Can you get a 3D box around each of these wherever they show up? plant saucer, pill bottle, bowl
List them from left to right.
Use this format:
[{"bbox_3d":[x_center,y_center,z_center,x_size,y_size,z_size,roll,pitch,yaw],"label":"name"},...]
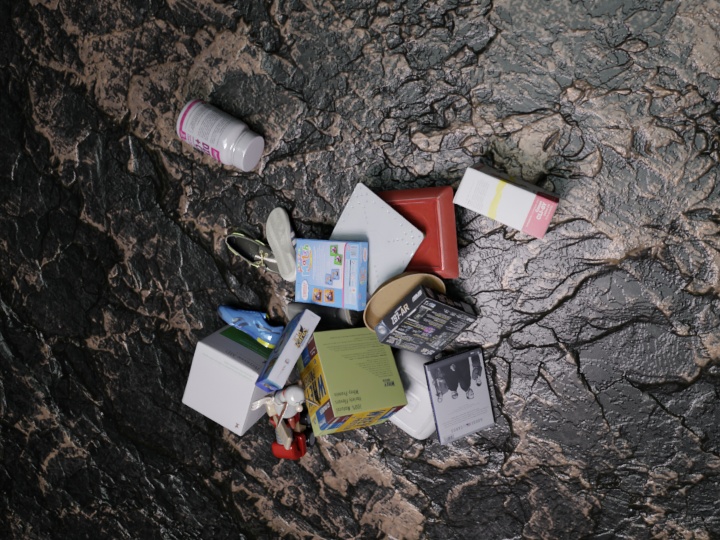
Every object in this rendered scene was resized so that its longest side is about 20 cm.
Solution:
[{"bbox_3d":[-0.346,-0.334,1.490,0.198,0.113,0.115,29,112,12],"label":"pill bottle"},{"bbox_3d":[0.095,0.066,1.352,0.200,0.199,0.036,-46,46,24],"label":"plant saucer"},{"bbox_3d":[0.129,0.314,1.499,0.199,0.075,0.201,36,113,10],"label":"bowl"},{"bbox_3d":[0.117,-0.080,1.342,0.197,0.037,0.204,0,100,34],"label":"plant saucer"}]

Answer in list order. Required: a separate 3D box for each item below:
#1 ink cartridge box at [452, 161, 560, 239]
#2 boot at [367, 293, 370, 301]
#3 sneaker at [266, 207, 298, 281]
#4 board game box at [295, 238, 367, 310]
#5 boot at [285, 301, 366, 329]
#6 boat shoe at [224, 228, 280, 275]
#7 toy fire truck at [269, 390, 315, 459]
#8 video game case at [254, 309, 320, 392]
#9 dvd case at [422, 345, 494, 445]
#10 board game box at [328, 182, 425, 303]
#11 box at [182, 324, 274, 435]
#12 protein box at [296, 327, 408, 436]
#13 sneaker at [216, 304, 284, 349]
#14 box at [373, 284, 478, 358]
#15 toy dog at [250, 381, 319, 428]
[{"bbox_3d":[0.311,-0.151,1.266,0.198,0.145,0.085,25,111,13],"label":"ink cartridge box"},{"bbox_3d":[0.000,0.001,1.466,0.197,0.066,0.167,-1,116,27],"label":"boot"},{"bbox_3d":[-0.180,-0.062,1.527,0.074,0.084,0.203,-24,70,27],"label":"sneaker"},{"bbox_3d":[-0.071,0.006,1.399,0.198,0.036,0.154,5,96,38],"label":"board game box"},{"bbox_3d":[-0.092,0.100,1.499,0.197,0.073,0.183,14,146,20],"label":"boot"},{"bbox_3d":[-0.264,-0.042,1.564,0.200,0.060,0.073,31,112,11],"label":"boat shoe"},{"bbox_3d":[-0.191,0.427,1.581,0.126,0.200,0.179,1,104,21],"label":"toy fire truck"},{"bbox_3d":[-0.178,0.195,1.427,0.045,0.183,0.200,31,158,-9],"label":"video game case"},{"bbox_3d":[0.237,0.298,1.433,0.148,0.025,0.204,-15,101,-16],"label":"dvd case"},{"bbox_3d":[0.029,-0.062,1.367,0.199,0.026,0.202,41,120,19],"label":"board game box"},{"bbox_3d":[-0.338,0.288,1.617,0.197,0.171,0.203,25,111,13],"label":"box"},{"bbox_3d":[-0.025,0.258,1.419,0.135,0.196,0.203,-52,49,49],"label":"protein box"},{"bbox_3d":[-0.294,0.132,1.624,0.198,0.066,0.079,29,101,12],"label":"sneaker"},{"bbox_3d":[0.153,0.122,1.380,0.160,0.198,0.044,-46,46,25],"label":"box"},{"bbox_3d":[-0.157,0.309,1.340,0.130,0.200,0.098,-23,84,0],"label":"toy dog"}]
